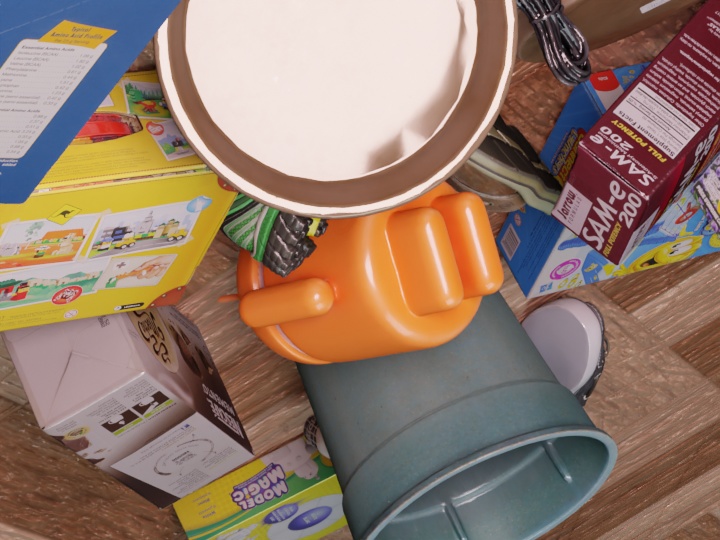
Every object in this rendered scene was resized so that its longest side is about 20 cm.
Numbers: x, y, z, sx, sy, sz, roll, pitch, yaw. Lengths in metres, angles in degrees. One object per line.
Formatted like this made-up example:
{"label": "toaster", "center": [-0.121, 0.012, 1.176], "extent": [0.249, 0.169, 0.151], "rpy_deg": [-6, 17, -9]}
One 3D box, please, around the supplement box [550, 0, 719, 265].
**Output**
{"label": "supplement box", "center": [0.212, -0.107, 1.663], "extent": [0.200, 0.061, 0.109], "rpy_deg": [-47, 168, -21]}

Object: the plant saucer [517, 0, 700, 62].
{"label": "plant saucer", "center": [0.168, -0.178, 1.572], "extent": [0.200, 0.029, 0.200], "rpy_deg": [-24, 170, -4]}

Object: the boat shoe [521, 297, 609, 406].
{"label": "boat shoe", "center": [0.166, 0.074, 2.059], "extent": [0.066, 0.070, 0.200], "rpy_deg": [-32, 156, -27]}

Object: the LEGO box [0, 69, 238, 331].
{"label": "LEGO box", "center": [-0.182, -0.038, 1.508], "extent": [0.200, 0.077, 0.149], "rpy_deg": [-9, 149, -32]}

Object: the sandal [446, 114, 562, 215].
{"label": "sandal", "center": [0.082, -0.067, 1.696], "extent": [0.057, 0.080, 0.201], "rpy_deg": [-35, 154, 11]}

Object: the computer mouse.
{"label": "computer mouse", "center": [0.034, -0.115, 1.464], "extent": [0.200, 0.044, 0.110], "rpy_deg": [-29, 120, -11]}

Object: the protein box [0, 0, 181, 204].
{"label": "protein box", "center": [-0.213, -0.145, 1.216], "extent": [0.198, 0.135, 0.200], "rpy_deg": [0, 143, -43]}

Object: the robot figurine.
{"label": "robot figurine", "center": [0.001, 0.000, 1.666], "extent": [0.200, 0.144, 0.117], "rpy_deg": [-11, 135, 46]}

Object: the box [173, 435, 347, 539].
{"label": "box", "center": [-0.040, 0.176, 2.072], "extent": [0.200, 0.048, 0.117], "rpy_deg": [-29, 155, 1]}

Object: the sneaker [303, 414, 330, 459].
{"label": "sneaker", "center": [0.048, 0.092, 1.979], "extent": [0.200, 0.080, 0.076], "rpy_deg": [-25, 116, -36]}

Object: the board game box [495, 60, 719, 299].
{"label": "board game box", "center": [0.218, -0.075, 1.837], "extent": [0.196, 0.056, 0.200], "rpy_deg": [-13, 151, -25]}

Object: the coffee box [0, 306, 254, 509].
{"label": "coffee box", "center": [-0.155, 0.069, 1.691], "extent": [0.080, 0.113, 0.200], "rpy_deg": [-30, 153, 7]}

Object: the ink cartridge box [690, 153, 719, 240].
{"label": "ink cartridge box", "center": [0.323, -0.101, 1.760], "extent": [0.109, 0.050, 0.200], "rpy_deg": [-10, 150, -37]}

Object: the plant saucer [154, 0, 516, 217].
{"label": "plant saucer", "center": [-0.014, -0.129, 1.400], "extent": [0.200, 0.200, 0.029], "rpy_deg": [-23, -166, -8]}

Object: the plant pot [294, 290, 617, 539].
{"label": "plant pot", "center": [0.050, 0.088, 1.820], "extent": [0.200, 0.196, 0.200], "rpy_deg": [-21, 153, -11]}

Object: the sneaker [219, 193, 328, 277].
{"label": "sneaker", "center": [-0.046, -0.091, 1.539], "extent": [0.078, 0.085, 0.200], "rpy_deg": [-45, 161, -57]}
